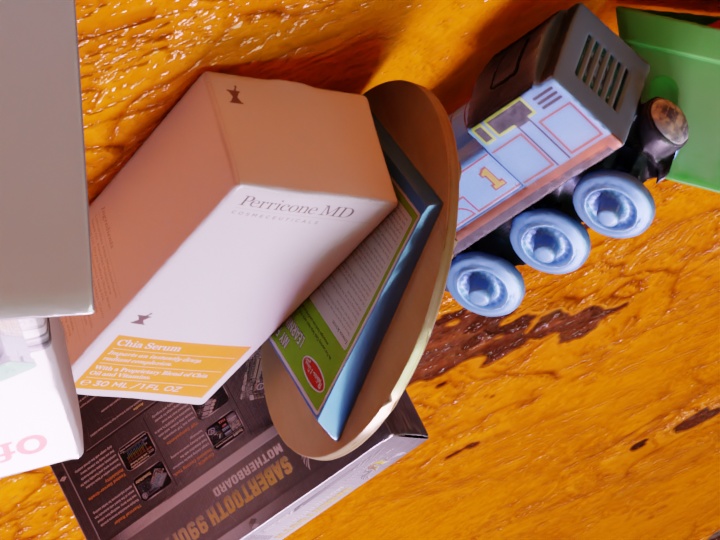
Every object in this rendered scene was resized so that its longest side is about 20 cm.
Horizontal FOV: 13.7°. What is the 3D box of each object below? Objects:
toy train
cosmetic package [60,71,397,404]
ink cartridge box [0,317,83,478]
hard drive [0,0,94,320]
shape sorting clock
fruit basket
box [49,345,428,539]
[{"bbox_3d":[0.088,-0.056,1.639,0.200,0.114,0.087,-33,-158,42],"label":"toy train"},{"bbox_3d":[-0.080,-0.012,1.535,0.101,0.072,0.200,6,144,-35],"label":"cosmetic package"},{"bbox_3d":[-0.203,0.005,1.215,0.145,0.085,0.201,-15,137,-3],"label":"ink cartridge box"},{"bbox_3d":[-0.201,-0.044,1.102,0.198,0.133,0.027,-4,-178,-3],"label":"hard drive"},{"bbox_3d":[0.000,0.000,1.543,0.039,0.201,0.200,20,137,-26],"label":"shape sorting clock"},{"bbox_3d":[0.255,-0.140,1.681,0.215,0.155,0.217,-27,125,-47],"label":"fruit basket"},{"bbox_3d":[-0.081,0.078,1.672,0.200,0.159,0.048,-36,161,20],"label":"box"}]
